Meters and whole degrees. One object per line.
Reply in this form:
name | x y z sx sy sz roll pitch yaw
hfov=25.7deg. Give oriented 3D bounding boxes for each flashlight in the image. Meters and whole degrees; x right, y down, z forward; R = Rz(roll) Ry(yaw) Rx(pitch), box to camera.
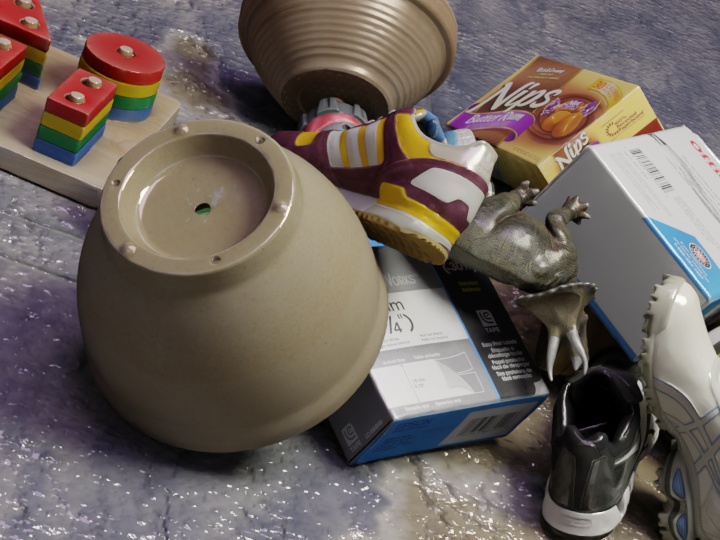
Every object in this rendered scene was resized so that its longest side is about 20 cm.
flashlight | -0.019 -0.074 1.309 0.068 0.068 0.200 18 27 -14

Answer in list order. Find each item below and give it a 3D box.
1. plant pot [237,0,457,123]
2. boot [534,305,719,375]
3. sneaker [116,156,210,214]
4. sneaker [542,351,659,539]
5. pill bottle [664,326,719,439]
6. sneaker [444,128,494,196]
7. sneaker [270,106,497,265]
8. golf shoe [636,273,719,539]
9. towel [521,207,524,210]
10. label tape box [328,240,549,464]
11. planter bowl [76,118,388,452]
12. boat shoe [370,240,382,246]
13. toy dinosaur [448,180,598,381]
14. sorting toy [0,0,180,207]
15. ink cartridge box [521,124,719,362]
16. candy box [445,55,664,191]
plant pot | -0.015 -0.185 1.411 0.200 0.201 0.093 16 59 -13
boot | 0.247 0.062 1.270 0.199 0.066 0.175 24 29 -1
sneaker | -0.088 -0.070 1.176 0.199 0.084 0.074 -11 8 -20
sneaker | 0.174 0.098 1.105 0.066 0.091 0.200 9 31 16
pill bottle | 0.316 0.136 1.142 0.111 0.112 0.200 -2 36 -38
sneaker | 0.064 -0.054 1.352 0.090 0.079 0.200 -2 29 -6
sneaker | 0.014 -0.073 1.087 0.200 0.090 0.075 28 -9 45
golf shoe | 0.245 0.094 1.068 0.097 0.201 0.078 -1 26 29
towel | 0.236 -0.020 1.392 0.144 0.023 0.200 32 15 38
label tape box | 0.023 0.026 1.104 0.144 0.063 0.200 -5 58 -38
planter bowl | -0.089 -0.008 0.978 0.199 0.135 0.201 -4 53 6
boat shoe | 0.000 0.000 1.201 0.199 0.057 0.069 1 54 -34
toy dinosaur | 0.099 -0.022 1.090 0.200 0.077 0.102 38 30 7
sorting toy | -0.259 -0.155 1.271 0.199 0.070 0.199 23 28 1
ink cartridge box | 0.235 -0.026 1.224 0.145 0.084 0.200 53 31 14
candy box | 0.171 -0.128 1.421 0.057 0.117 0.200 56 -7 -25
